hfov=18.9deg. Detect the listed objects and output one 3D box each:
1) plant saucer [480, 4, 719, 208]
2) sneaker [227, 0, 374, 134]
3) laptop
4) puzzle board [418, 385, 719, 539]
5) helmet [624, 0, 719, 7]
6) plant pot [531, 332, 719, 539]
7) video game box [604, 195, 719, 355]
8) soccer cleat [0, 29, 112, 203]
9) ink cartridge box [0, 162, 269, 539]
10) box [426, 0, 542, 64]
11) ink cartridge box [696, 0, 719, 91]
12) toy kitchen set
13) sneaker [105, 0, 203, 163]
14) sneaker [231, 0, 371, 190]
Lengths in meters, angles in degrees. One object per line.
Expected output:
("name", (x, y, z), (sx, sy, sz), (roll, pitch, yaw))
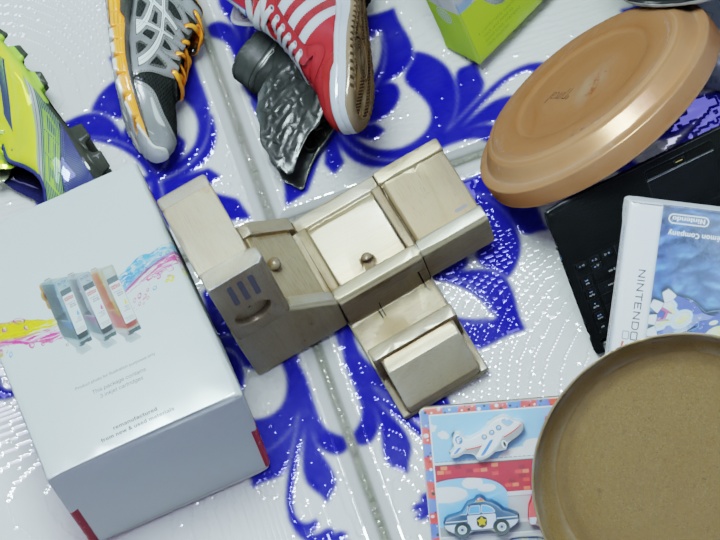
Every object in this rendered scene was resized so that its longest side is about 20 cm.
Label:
("plant saucer", (0.166, -0.125, 1.552), (0.200, 0.200, 0.032), (-46, 112, -14))
("sneaker", (-0.053, -0.179, 1.596), (0.112, 0.071, 0.200), (-10, 59, 8))
("laptop", (0.251, 0.019, 1.509), (0.177, 0.200, 0.103), (-26, 29, -6))
("puzzle board", (0.145, 0.158, 1.462), (0.200, 0.017, 0.151), (-5, 100, 5))
("helmet", (0.233, -0.303, 1.557), (0.200, 0.191, 0.200), (-14, 21, 6))
("plant pot", (0.213, 0.136, 1.433), (0.200, 0.027, 0.200), (1, 101, 3))
("video game box", (0.267, 0.051, 1.471), (0.200, 0.047, 0.182), (6, 98, 2))
("soccer cleat", (-0.267, -0.112, 1.654), (0.084, 0.065, 0.200), (-37, 67, -7))
("ink cartridge box", (-0.173, 0.058, 1.520), (0.145, 0.145, 0.200), (-24, 64, -4))
("box", (0.085, -0.264, 1.605), (0.122, 0.200, 0.048), (-46, 50, -14))
("ink cartridge box", (0.333, -0.200, 1.630), (0.200, 0.050, 0.162), (16, 69, 17))
("toy kitchen set", (0.000, 0.000, 1.506), (0.200, 0.180, 0.163), (-30, 67, -3))
("sneaker", (-0.155, -0.177, 1.666), (0.077, 0.078, 0.200), (-6, 66, -6))
("sneaker", (-0.019, -0.166, 1.654), (0.104, 0.060, 0.200), (40, 81, 22))
